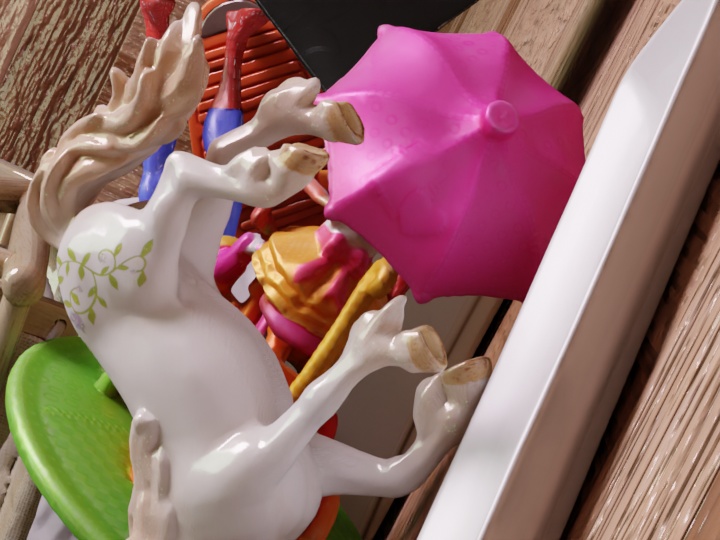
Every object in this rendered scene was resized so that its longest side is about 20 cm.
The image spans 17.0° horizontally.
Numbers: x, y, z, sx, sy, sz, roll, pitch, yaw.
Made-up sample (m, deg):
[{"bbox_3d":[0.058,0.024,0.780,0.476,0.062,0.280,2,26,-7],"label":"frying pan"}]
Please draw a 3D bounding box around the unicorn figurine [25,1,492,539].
[{"bbox_3d":[-0.039,0.038,0.677,0.137,0.201,0.074,-32,-29,20],"label":"unicorn figurine"}]

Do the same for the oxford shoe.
[{"bbox_3d":[-0.022,-0.038,1.076,0.073,0.071,0.201,-63,-43,-61],"label":"oxford shoe"}]

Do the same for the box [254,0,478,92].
[{"bbox_3d":[0.036,-0.186,1.010,0.200,0.124,0.149,-36,10,10],"label":"box"}]

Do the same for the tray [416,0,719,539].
[{"bbox_3d":[0.055,0.018,0.616,0.201,0.022,0.107,-65,4,-17],"label":"tray"}]

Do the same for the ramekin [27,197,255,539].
[{"bbox_3d":[-0.086,0.060,1.129,0.098,0.200,0.201,-52,10,36],"label":"ramekin"}]

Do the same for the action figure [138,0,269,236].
[{"bbox_3d":[-0.066,-0.009,0.970,0.099,0.065,0.201,-171,86,-74],"label":"action figure"}]

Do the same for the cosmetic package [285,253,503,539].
[{"bbox_3d":[0.005,0.024,0.951,0.201,0.073,0.104,-63,2,19],"label":"cosmetic package"}]

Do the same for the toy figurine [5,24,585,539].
[{"bbox_3d":[0.000,0.000,0.782,0.184,0.150,0.200,-51,14,18],"label":"toy figurine"}]

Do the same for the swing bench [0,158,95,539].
[{"bbox_3d":[-0.176,0.062,0.899,0.200,0.129,0.200,-26,-43,-79],"label":"swing bench"}]
